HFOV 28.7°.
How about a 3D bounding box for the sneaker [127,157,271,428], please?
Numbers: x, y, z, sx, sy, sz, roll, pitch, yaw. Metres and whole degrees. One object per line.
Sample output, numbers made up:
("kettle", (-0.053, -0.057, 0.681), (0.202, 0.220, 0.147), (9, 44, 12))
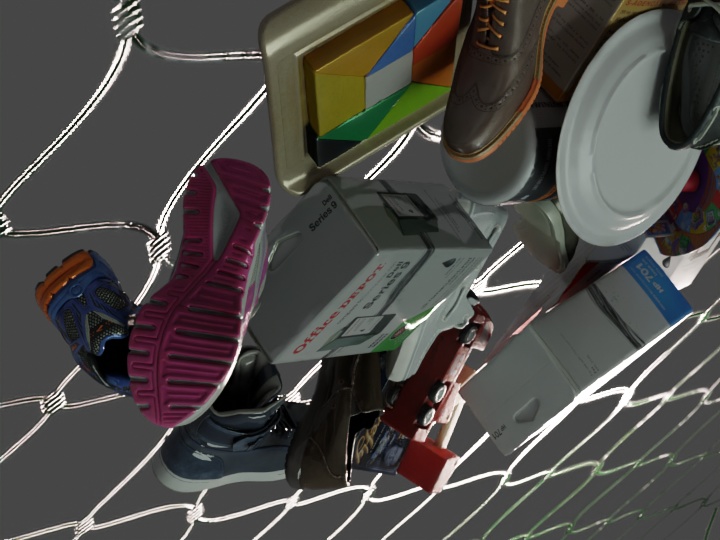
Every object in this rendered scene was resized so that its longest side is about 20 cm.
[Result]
("sneaker", (-0.110, 0.024, 1.046), (0.088, 0.080, 0.202), (80, 28, -71))

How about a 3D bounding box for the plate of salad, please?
("plate of salad", (0.224, -0.119, 1.167), (0.198, 0.048, 0.203), (-20, 123, -35))

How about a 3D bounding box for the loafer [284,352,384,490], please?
("loafer", (-0.006, 0.121, 1.339), (0.073, 0.070, 0.202), (66, 42, -66))

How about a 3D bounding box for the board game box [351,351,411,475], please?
("board game box", (0.044, 0.111, 1.443), (0.202, 0.034, 0.135), (-62, 152, 3))

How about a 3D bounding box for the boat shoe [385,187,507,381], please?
("boat shoe", (0.081, 0.020, 1.327), (0.068, 0.072, 0.202), (17, 106, -11))

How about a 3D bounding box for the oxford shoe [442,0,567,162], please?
("oxford shoe", (0.101, -0.180, 1.040), (0.073, 0.071, 0.203), (29, 80, -56))

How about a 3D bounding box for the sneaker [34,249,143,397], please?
("sneaker", (-0.187, 0.063, 1.083), (0.075, 0.079, 0.200), (-36, 154, -3))

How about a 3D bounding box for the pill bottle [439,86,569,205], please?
("pill bottle", (0.168, -0.116, 1.233), (0.198, 0.107, 0.107), (-9, 142, -46))

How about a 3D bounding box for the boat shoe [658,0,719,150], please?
("boat shoe", (0.281, -0.186, 1.097), (0.060, 0.075, 0.203), (-16, 122, -35))

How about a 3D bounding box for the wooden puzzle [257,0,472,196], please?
("wooden puzzle", (0.013, -0.151, 1.050), (0.184, 0.037, 0.201), (-32, 153, -14))

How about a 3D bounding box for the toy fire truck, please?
("toy fire truck", (0.084, 0.126, 1.433), (0.202, 0.048, 0.141), (-63, 152, 4))

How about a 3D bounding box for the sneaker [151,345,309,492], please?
("sneaker", (-0.086, 0.133, 1.331), (0.201, 0.077, 0.147), (-11, 144, -45))

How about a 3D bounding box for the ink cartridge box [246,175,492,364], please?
("ink cartridge box", (0.000, 0.000, 1.199), (0.146, 0.084, 0.199), (-46, 158, 25))

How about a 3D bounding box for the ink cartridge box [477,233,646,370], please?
("ink cartridge box", (0.219, 0.023, 1.473), (0.200, 0.050, 0.161), (-51, -178, -41))

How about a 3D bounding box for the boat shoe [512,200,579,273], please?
("boat shoe", (0.193, -0.053, 1.403), (0.060, 0.072, 0.202), (-49, 163, -8))

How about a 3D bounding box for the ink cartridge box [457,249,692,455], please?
("ink cartridge box", (0.213, 0.081, 1.397), (0.199, 0.086, 0.147), (-26, 165, -40))

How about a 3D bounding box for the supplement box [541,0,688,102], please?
("supplement box", (0.225, -0.239, 1.146), (0.125, 0.074, 0.201), (-13, 144, -44))

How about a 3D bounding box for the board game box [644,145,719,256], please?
("board game box", (0.275, -0.116, 1.287), (0.038, 0.202, 0.159), (0, 143, -25))

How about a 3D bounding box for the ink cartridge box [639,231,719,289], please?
("ink cartridge box", (0.337, -0.081, 1.497), (0.067, 0.116, 0.201), (-20, 148, -35))
